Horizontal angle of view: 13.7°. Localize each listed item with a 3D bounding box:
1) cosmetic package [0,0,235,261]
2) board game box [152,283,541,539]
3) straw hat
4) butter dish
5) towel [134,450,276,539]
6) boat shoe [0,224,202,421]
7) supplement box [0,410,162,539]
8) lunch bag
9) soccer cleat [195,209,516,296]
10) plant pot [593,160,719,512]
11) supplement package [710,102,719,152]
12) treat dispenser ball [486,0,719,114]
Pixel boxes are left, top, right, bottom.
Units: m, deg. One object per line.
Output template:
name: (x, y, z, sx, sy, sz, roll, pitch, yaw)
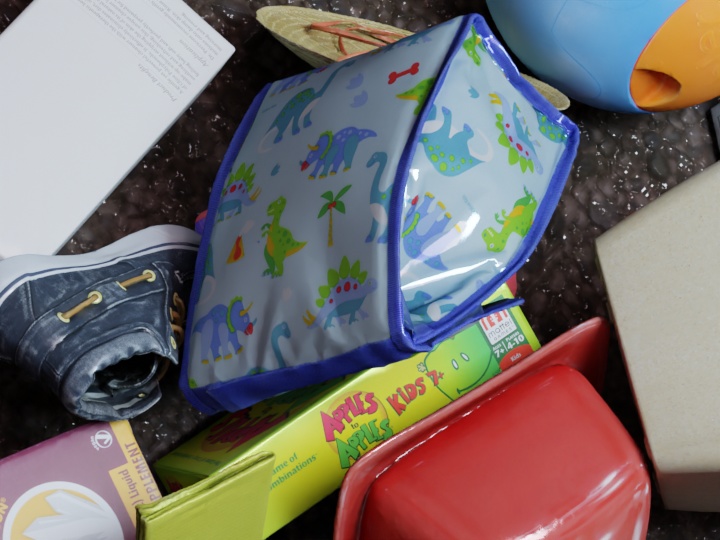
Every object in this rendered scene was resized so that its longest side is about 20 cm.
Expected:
cosmetic package: (-0.176, -0.081, 1.673, 0.108, 0.085, 0.200, 43, 61, -3)
board game box: (-0.008, 0.075, 1.653, 0.200, 0.102, 0.048, -33, 102, -18)
straw hat: (0.019, -0.086, 1.744, 0.201, 0.201, 0.085, 12, 103, -20)
butter dish: (0.090, 0.159, 1.622, 0.199, 0.200, 0.148, -28, 56, -29)
towel: (-0.090, 0.177, 1.563, 0.086, 0.200, 0.018, -27, 54, -33)
boat shoe: (-0.122, 0.034, 1.620, 0.091, 0.071, 0.200, 39, 27, 23)
supplement box: (-0.198, 0.166, 1.571, 0.200, 0.086, 0.111, -23, 82, -29)
lunch bag: (0.002, -0.016, 1.584, 0.127, 0.170, 0.200, 47, 49, -24)
soccer cleat: (0.000, 0.000, 1.736, 0.200, 0.067, 0.077, 8, 73, -24)
plant pot: (0.232, 0.037, 1.658, 0.177, 0.200, 0.200, -15, 75, 3)
supplement package: (0.313, -0.030, 1.851, 0.120, 0.121, 0.200, -2, 72, -27)
treat dispenser ball: (0.170, -0.195, 1.803, 0.200, 0.201, 0.201, 8, 68, -21)
